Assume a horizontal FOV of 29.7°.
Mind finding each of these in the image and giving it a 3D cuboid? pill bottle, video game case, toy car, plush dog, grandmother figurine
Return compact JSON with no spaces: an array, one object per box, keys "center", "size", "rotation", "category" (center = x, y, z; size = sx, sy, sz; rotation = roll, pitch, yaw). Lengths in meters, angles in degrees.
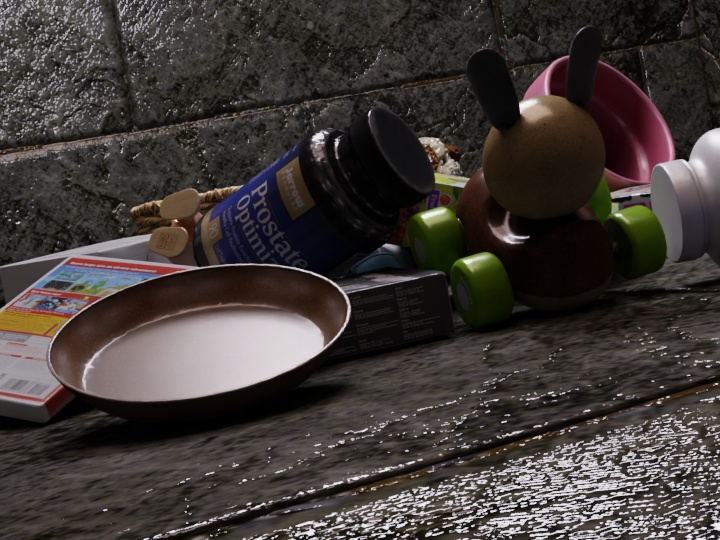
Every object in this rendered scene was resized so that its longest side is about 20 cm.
[{"center":[0.330,-0.063,1.039],"size":[0.198,0.113,0.112],"rotation":[-11,4,-3],"category":"pill bottle"},{"center":[-0.235,0.047,1.060],"size":[0.142,0.018,0.200],"rotation":[5,33,31],"category":"video game case"},{"center":[0.129,-0.084,1.026],"size":[0.163,0.201,0.158],"rotation":[-17,33,-16],"category":"toy car"},{"center":[0.116,-0.123,2.127],"size":[0.159,0.173,0.200],"rotation":[-10,5,15],"category":"plush dog"},{"center":[-0.038,-0.049,1.149],"size":[0.199,0.112,0.112],"rotation":[-34,-8,27],"category":"pill bottle"},{"center":[-0.138,0.002,1.357],"size":[0.060,0.122,0.200],"rotation":[15,-16,30],"category":"grandmother figurine"}]

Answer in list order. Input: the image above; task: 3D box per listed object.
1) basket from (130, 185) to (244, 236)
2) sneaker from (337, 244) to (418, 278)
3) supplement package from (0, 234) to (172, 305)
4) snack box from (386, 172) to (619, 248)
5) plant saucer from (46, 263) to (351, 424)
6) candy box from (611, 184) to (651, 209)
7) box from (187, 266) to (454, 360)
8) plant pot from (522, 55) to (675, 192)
[{"center":[-0.141,-0.023,1.564],"size":[0.199,0.150,0.142],"rotation":[-9,4,35],"category":"basket"},{"center":[-0.042,0.026,1.267],"size":[0.198,0.080,0.096],"rotation":[-14,20,17],"category":"sneaker"},{"center":[-0.240,0.030,1.309],"size":[0.109,0.115,0.200],"rotation":[-8,4,19],"category":"supplement package"},{"center":[0.134,-0.043,1.239],"size":[0.198,0.068,0.169],"rotation":[11,8,9],"category":"snack box"},{"center":[-0.103,0.049,0.887],"size":[0.198,0.032,0.201],"rotation":[-7,24,3],"category":"plant saucer"},{"center":[0.343,-0.065,1.445],"size":[0.199,0.062,0.136],"rotation":[-9,5,40],"category":"candy box"},{"center":[-0.045,0.041,1.052],"size":[0.198,0.050,0.158],"rotation":[-12,4,-13],"category":"box"},{"center":[0.255,-0.133,1.668],"size":[0.199,0.201,0.179],"rotation":[-14,-23,-42],"category":"plant pot"}]
